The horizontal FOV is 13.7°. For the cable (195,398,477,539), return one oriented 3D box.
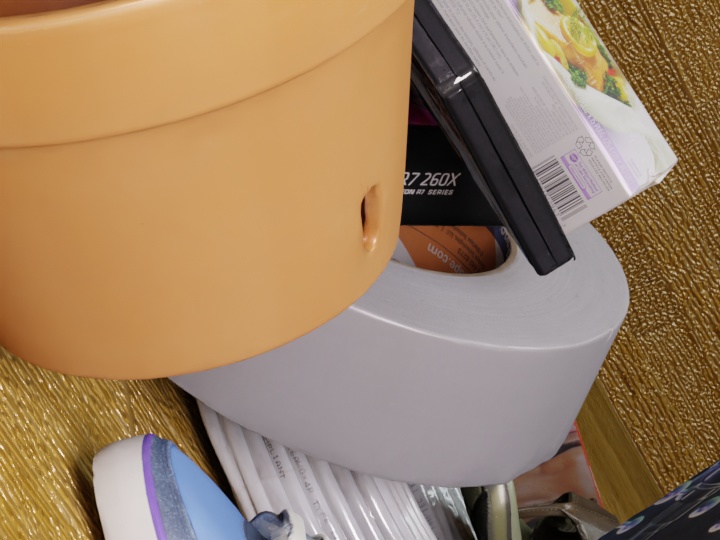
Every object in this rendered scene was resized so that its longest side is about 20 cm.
[{"bbox_3d":[0.000,0.100,1.238,0.200,0.069,0.200,66,7,22],"label":"cable"}]

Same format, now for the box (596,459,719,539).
[{"bbox_3d":[0.188,0.107,1.068,0.107,0.200,0.148,57,-5,-6],"label":"box"}]

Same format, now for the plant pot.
[{"bbox_3d":[-0.067,-0.059,0.923,0.200,0.200,0.140,-105,-177,-61],"label":"plant pot"}]

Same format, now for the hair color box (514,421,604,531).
[{"bbox_3d":[0.058,0.112,1.430,0.200,0.111,0.064,-103,176,-65],"label":"hair color box"}]

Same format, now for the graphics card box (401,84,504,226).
[{"bbox_3d":[-0.034,-0.068,1.130,0.200,0.051,0.125,1,32,-42],"label":"graphics card box"}]

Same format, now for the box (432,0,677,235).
[{"bbox_3d":[0.045,-0.109,1.117,0.200,0.041,0.039,57,41,-2],"label":"box"}]

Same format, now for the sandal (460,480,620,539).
[{"bbox_3d":[0.090,0.127,1.272,0.201,0.057,0.080,56,10,-43],"label":"sandal"}]

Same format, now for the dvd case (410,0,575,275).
[{"bbox_3d":[0.006,-0.103,1.052,0.200,0.018,0.143,59,1,30],"label":"dvd case"}]

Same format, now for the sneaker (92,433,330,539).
[{"bbox_3d":[0.017,0.117,0.976,0.200,0.146,0.081,62,7,-8],"label":"sneaker"}]

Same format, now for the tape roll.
[{"bbox_3d":[0.000,0.000,1.162,0.200,0.066,0.200,20,25,-10],"label":"tape roll"}]
